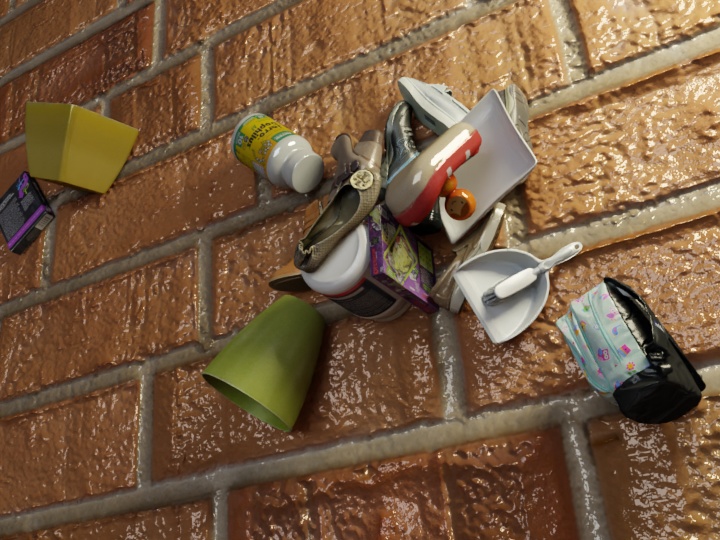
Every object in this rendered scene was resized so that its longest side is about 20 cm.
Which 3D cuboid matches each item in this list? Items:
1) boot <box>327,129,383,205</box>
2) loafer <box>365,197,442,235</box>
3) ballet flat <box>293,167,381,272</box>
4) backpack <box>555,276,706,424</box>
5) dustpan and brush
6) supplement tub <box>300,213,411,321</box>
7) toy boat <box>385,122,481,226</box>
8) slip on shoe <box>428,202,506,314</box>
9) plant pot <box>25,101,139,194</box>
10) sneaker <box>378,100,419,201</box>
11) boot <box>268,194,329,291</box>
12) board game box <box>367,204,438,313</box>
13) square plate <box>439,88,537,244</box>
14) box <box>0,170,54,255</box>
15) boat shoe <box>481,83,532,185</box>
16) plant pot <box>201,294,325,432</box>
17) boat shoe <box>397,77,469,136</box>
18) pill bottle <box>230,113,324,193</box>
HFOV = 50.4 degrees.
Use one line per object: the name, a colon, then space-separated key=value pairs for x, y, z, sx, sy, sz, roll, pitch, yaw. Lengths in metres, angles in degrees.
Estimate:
boot: x=-0.026 y=-0.184 z=1.441 sx=0.200 sy=0.070 sz=0.147 roll=-11 pitch=54 yaw=63
loafer: x=0.059 y=-0.098 z=1.354 sx=0.198 sy=0.073 sz=0.073 roll=-4 pitch=73 yaw=35
ballet flat: x=-0.040 y=-0.083 z=1.211 sx=0.200 sy=0.046 sz=0.067 roll=-50 pitch=54 yaw=2
backpack: x=0.368 y=0.108 z=1.069 sx=0.126 sy=0.166 sz=0.201 roll=-38 pitch=49 yaw=18
dustpan and brush: x=0.267 y=0.009 z=1.218 sx=0.199 sy=0.057 sz=0.140 roll=-28 pitch=80 yaw=-18
supplement tub: x=0.000 y=0.000 z=1.306 sx=0.139 sy=0.200 sz=0.142 roll=-12 pitch=64 yaw=26
toy boat: x=0.135 y=-0.136 z=1.239 sx=0.200 sy=0.131 sz=0.130 roll=-44 pitch=6 yaw=-31
slip on shoe: x=0.181 y=-0.028 z=1.283 sx=0.060 sy=0.076 sz=0.201 roll=26 pitch=92 yaw=15
plant pot: x=-0.696 y=-0.292 z=1.873 sx=0.198 sy=0.199 sz=0.178 roll=11 pitch=88 yaw=34
sneaker: x=0.083 y=-0.222 z=1.440 sx=0.081 sy=0.073 sz=0.202 roll=6 pitch=78 yaw=16
boot: x=-0.096 y=-0.056 z=1.463 sx=0.199 sy=0.077 sz=0.157 roll=-25 pitch=61 yaw=18
board game box: x=0.073 y=-0.014 z=1.267 sx=0.032 sy=0.200 sz=0.121 roll=-20 pitch=60 yaw=24
square plate: x=0.197 y=-0.175 z=1.297 sx=0.200 sy=0.028 sz=0.199 roll=-45 pitch=44 yaw=29
box: x=-0.894 y=-0.155 z=2.022 sx=0.143 sy=0.036 sz=0.200 roll=-45 pitch=55 yaw=7
boat shoe: x=0.253 y=-0.229 z=1.334 sx=0.073 sy=0.074 sz=0.202 roll=-16 pitch=54 yaw=35
plant pot: x=-0.151 y=0.152 z=1.368 sx=0.186 sy=0.188 sz=0.201 roll=17 pitch=65 yaw=35
boat shoe: x=0.145 y=-0.312 z=1.438 sx=0.071 sy=0.070 sz=0.201 roll=-34 pitch=53 yaw=-8
pill bottle: x=-0.167 y=-0.236 z=1.561 sx=0.200 sy=0.113 sz=0.113 roll=36 pitch=91 yaw=37
